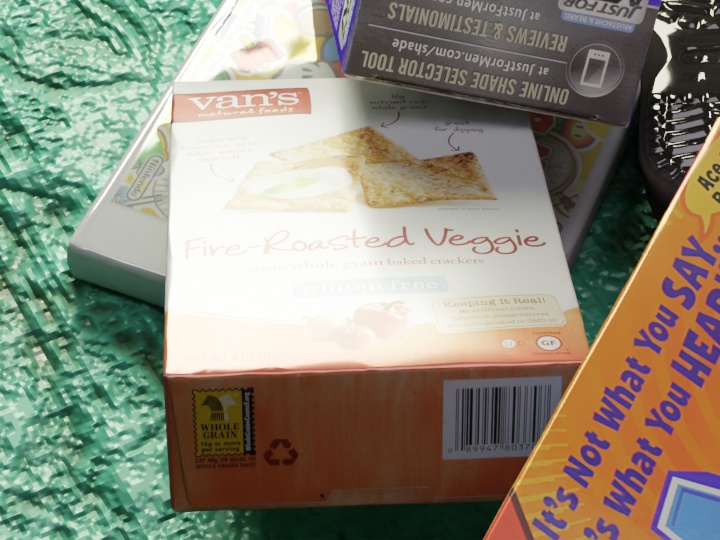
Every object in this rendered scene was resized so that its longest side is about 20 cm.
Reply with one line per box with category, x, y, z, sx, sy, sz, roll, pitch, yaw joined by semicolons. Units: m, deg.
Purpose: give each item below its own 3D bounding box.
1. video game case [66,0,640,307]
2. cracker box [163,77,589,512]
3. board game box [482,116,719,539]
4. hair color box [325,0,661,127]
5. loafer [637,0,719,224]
video game case;0.007;-0.047;0.899;0.181;0.023;0.200;18;52;13
cracker box;0.000;0.000;0.773;0.133;0.058;0.200;-2;31;-3
board game box;0.147;0.119;0.650;0.199;0.200;0.200;22;53;16
hair color box;0.042;-0.125;0.873;0.109;0.065;0.200;9;24;-10
loafer;0.142;-0.072;0.896;0.073;0.071;0.200;4;43;15
